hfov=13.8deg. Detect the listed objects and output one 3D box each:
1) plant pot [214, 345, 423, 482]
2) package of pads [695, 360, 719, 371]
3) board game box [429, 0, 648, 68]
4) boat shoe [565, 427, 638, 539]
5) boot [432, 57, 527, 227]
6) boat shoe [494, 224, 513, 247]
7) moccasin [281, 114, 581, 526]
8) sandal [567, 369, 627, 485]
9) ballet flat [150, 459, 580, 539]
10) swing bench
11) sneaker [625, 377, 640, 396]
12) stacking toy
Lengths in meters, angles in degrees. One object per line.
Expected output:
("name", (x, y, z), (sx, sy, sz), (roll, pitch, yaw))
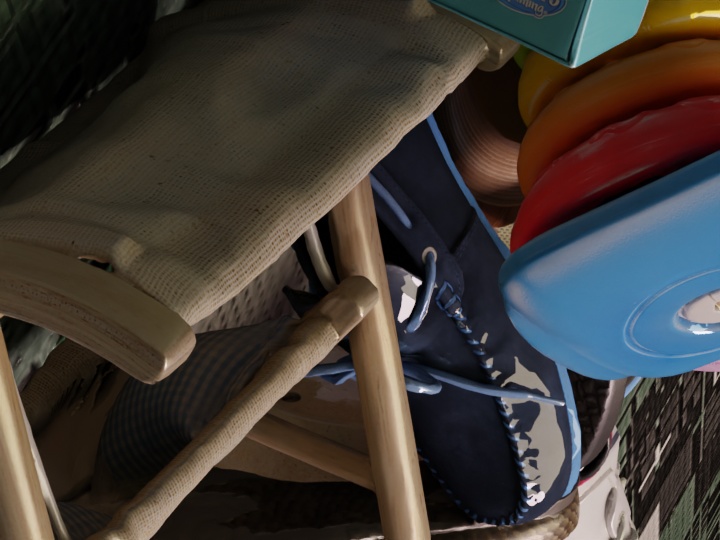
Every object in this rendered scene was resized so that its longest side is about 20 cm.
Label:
("plant pot", (-0.001, 0.128, 1.121), (0.187, 0.187, 0.200), (-37, 134, -57))
("package of pads", (0.137, -0.030, 1.043), (0.200, 0.120, 0.076), (-61, 156, -66))
("board game box", (0.029, -0.175, 0.772), (0.047, 0.151, 0.200), (-30, 142, -57))
("boat shoe", (0.093, 0.106, 1.287), (0.074, 0.067, 0.200), (-40, 173, -3))
("boot", (0.035, -0.112, 1.030), (0.155, 0.074, 0.200), (131, -38, -74))
("boat shoe", (0.048, -0.070, 1.121), (0.075, 0.075, 0.203), (-100, -175, -72))
("moccasin", (0.000, 0.000, 0.966), (0.080, 0.200, 0.068), (-23, -171, 46))
("sandal", (0.065, 0.060, 1.154), (0.045, 0.075, 0.200), (-30, 158, -28))
("ballet flat", (-0.019, 0.094, 1.006), (0.200, 0.067, 0.046), (-8, 128, -20))
("swing bench", (-0.064, 0.029, 0.841), (0.199, 0.130, 0.200), (-43, 147, -50))
("sneaker", (0.104, -0.028, 1.217), (0.200, 0.071, 0.083), (-62, 160, -17))
("stacking toy", (0.084, -0.076, 0.906), (0.116, 0.110, 0.200), (25, 46, -54))
